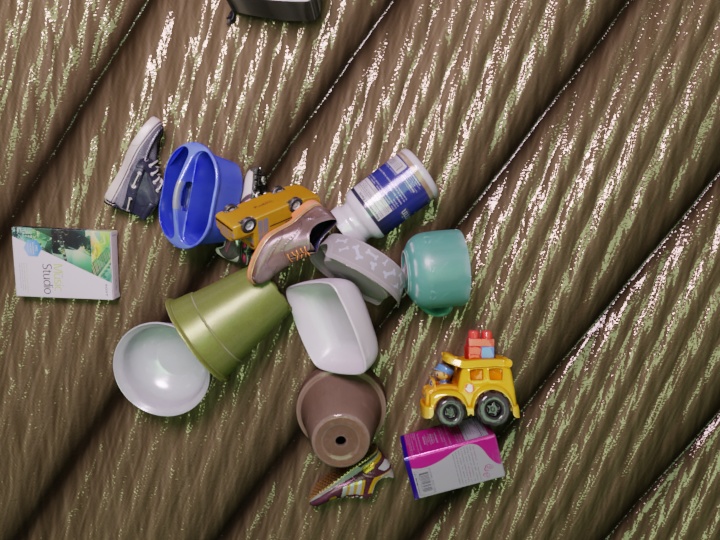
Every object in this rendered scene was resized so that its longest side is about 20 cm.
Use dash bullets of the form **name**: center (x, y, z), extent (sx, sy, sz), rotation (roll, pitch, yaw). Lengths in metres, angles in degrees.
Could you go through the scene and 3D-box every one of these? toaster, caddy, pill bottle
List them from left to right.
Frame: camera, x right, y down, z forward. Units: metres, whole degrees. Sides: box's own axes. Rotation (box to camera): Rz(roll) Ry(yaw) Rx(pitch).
- **caddy**: center (-0.314, -0.140, 0.957), extent (0.141, 0.105, 0.201), rotation (18, 100, 26)
- **toaster**: center (-0.159, -0.554, 0.907), extent (0.180, 0.119, 0.201), rotation (6, 100, -2)
- **pill bottle**: center (0.043, -0.136, 0.989), extent (0.200, 0.116, 0.116), rotation (-36, 99, 5)

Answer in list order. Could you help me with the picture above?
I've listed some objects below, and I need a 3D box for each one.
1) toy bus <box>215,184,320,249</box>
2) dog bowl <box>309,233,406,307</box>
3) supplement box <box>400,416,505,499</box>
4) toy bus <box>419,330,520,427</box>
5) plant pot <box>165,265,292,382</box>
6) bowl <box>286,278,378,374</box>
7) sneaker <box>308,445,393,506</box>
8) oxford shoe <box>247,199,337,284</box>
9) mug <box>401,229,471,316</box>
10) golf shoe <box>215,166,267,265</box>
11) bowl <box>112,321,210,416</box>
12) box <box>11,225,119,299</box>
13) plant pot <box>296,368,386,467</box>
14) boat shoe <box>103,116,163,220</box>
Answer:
- **toy bus**: center (-0.171, -0.103, 0.952), extent (0.065, 0.200, 0.078), rotation (34, 138, 31)
- **dog bowl**: center (0.000, 0.000, 0.979), extent (0.200, 0.200, 0.059), rotation (33, 76, -7)
- **supplement box**: center (0.198, 0.405, 1.099), extent (0.199, 0.103, 0.101), rotation (-14, 99, 2)
- **toy bus**: center (0.223, 0.223, 1.060), extent (0.199, 0.136, 0.193), rotation (-3, 87, 1)
- **plant pot**: center (-0.244, 0.085, 0.998), extent (0.190, 0.200, 0.200), rotation (-35, 100, -7)
- **bowl**: center (-0.048, 0.104, 1.011), extent (0.075, 0.199, 0.200), rotation (-26, 101, -37)
- **sneaker**: center (-0.021, 0.483, 1.120), extent (0.200, 0.075, 0.090), rotation (-36, 94, 6)
- **oxford shoe**: center (-0.127, -0.045, 0.931), extent (0.073, 0.071, 0.200), rotation (35, 79, 32)
- **mug**: center (0.144, 0.014, 0.999), extent (0.114, 0.152, 0.186), rotation (-5, 97, -4)
- **golf shoe**: center (-0.240, -0.112, 1.008), extent (0.088, 0.077, 0.201), rotation (11, 99, 5)
- **bowl**: center (-0.395, 0.191, 1.044), extent (0.200, 0.090, 0.202), rotation (1, 102, 4)
- **box**: center (-0.604, -0.015, 1.033), extent (0.199, 0.036, 0.145), rotation (2, 100, -3)
- **plant pot**: center (-0.038, 0.311, 1.039), extent (0.200, 0.175, 0.201), rotation (-1, 101, -3)
- **boat shoe**: center (-0.417, -0.195, 0.994), extent (0.093, 0.075, 0.200), rotation (31, 106, -13)
